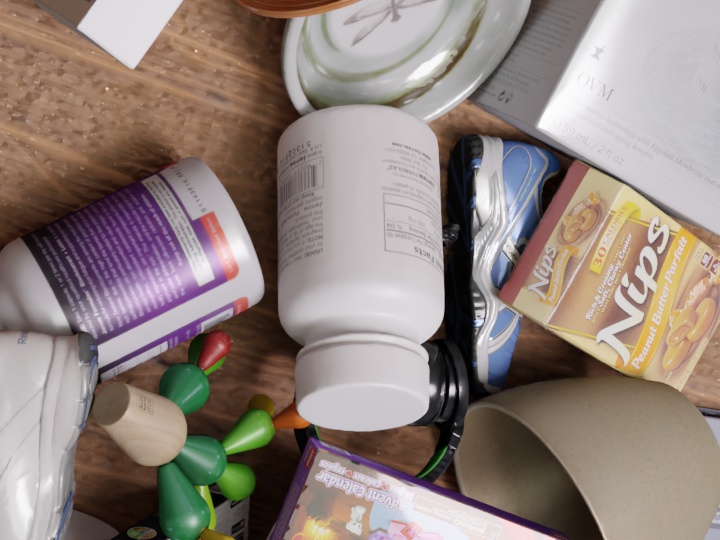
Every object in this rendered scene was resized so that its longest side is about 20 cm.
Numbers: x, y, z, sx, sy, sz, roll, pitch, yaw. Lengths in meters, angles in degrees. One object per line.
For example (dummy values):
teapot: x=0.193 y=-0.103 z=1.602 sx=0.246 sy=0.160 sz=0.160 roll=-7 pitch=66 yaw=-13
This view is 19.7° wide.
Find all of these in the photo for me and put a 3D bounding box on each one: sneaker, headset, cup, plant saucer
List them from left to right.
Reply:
sneaker: x=-0.224 y=0.128 z=1.329 sx=0.086 sy=0.075 sz=0.202 roll=12 pitch=101 yaw=-2
plant saucer: x=0.025 y=-0.183 z=1.425 sx=0.199 sy=0.050 sz=0.201 roll=-22 pitch=140 yaw=-20
headset: x=0.028 y=0.065 z=1.478 sx=0.123 sy=0.094 sz=0.201 roll=22 pitch=67 yaw=-14
sneaker: x=0.106 y=0.001 z=1.519 sx=0.076 sy=0.076 sz=0.202 roll=-2 pitch=107 yaw=-17
cup: x=0.181 y=0.158 z=1.512 sx=0.143 sy=0.200 sz=0.202 roll=-25 pitch=113 yaw=-23

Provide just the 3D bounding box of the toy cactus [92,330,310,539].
toy cactus: x=-0.109 y=0.120 z=1.359 sx=0.165 sy=0.102 sz=0.201 roll=40 pitch=50 yaw=-50

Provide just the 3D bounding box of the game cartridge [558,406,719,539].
game cartridge: x=0.241 y=0.172 z=1.647 sx=0.199 sy=0.040 sz=0.134 roll=10 pitch=97 yaw=-24

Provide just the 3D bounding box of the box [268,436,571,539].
box: x=0.032 y=0.213 z=1.404 sx=0.199 sy=0.039 sz=0.138 roll=21 pitch=93 yaw=-13

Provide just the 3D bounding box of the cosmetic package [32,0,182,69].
cosmetic package: x=-0.125 y=-0.234 z=1.316 sx=0.052 sy=0.151 sz=0.201 roll=36 pitch=90 yaw=-26

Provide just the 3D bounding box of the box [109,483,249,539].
box: x=-0.138 y=0.226 z=1.435 sx=0.200 sy=0.034 sz=0.111 roll=-27 pitch=123 yaw=-63

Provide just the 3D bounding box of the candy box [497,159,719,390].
candy box: x=0.196 y=0.012 z=1.532 sx=0.200 sy=0.055 sz=0.116 roll=29 pitch=90 yaw=-49

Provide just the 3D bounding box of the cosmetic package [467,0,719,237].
cosmetic package: x=0.222 y=-0.158 z=1.497 sx=0.198 sy=0.123 sz=0.201 roll=26 pitch=93 yaw=-26

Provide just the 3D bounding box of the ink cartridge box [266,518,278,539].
ink cartridge box: x=-0.050 y=0.290 z=1.454 sx=0.116 sy=0.067 sz=0.201 roll=27 pitch=94 yaw=-13

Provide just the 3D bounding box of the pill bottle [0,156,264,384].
pill bottle: x=-0.175 y=0.013 z=1.388 sx=0.199 sy=0.111 sz=0.112 roll=-26 pitch=113 yaw=-13

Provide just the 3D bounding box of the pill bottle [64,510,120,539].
pill bottle: x=-0.232 y=0.271 z=1.436 sx=0.113 sy=0.113 sz=0.202 roll=12 pitch=99 yaw=-25

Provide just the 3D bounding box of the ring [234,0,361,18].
ring: x=-0.005 y=-0.237 z=1.337 sx=0.200 sy=0.200 sz=0.019 roll=-39 pitch=128 yaw=-8

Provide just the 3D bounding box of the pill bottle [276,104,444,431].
pill bottle: x=0.000 y=0.000 z=1.404 sx=0.114 sy=0.114 sz=0.202 roll=11 pitch=63 yaw=-24
